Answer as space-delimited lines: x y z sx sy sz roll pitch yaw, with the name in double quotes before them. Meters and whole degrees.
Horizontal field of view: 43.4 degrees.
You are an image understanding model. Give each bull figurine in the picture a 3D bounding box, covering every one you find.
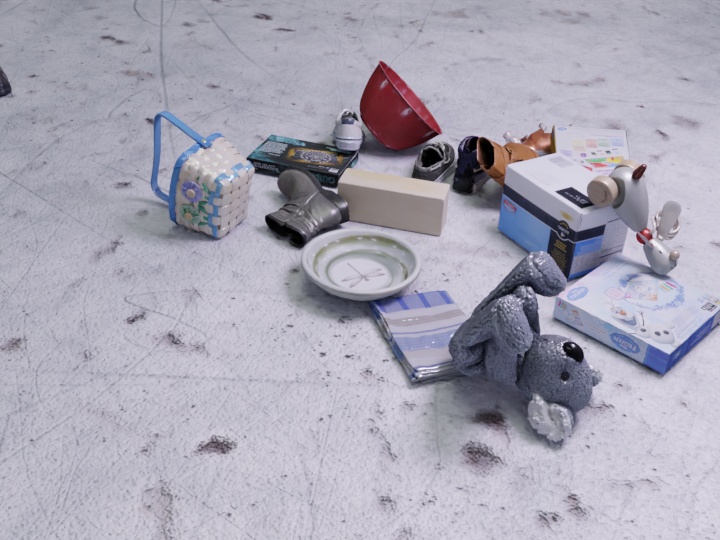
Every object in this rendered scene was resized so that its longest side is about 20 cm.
"bull figurine" 0.401 -0.267 1.914 0.197 0.066 0.122 11 34 11

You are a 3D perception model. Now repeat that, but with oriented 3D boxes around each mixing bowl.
"mixing bowl" 0.068 -0.329 1.901 0.108 0.200 0.201 -40 17 15

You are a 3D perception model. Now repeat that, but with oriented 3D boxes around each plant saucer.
"plant saucer" 0.000 0.000 1.476 0.197 0.051 0.201 3 33 -2

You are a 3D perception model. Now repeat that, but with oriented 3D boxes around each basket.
"basket" -0.292 -0.168 1.595 0.199 0.178 0.139 33 45 22

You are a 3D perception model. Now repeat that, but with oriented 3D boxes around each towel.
"towel" 0.108 0.094 1.365 0.145 0.024 0.201 -8 34 -18

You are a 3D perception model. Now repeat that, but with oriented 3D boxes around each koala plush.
"koala plush" 0.237 0.118 1.231 0.200 0.184 0.177 42 45 1

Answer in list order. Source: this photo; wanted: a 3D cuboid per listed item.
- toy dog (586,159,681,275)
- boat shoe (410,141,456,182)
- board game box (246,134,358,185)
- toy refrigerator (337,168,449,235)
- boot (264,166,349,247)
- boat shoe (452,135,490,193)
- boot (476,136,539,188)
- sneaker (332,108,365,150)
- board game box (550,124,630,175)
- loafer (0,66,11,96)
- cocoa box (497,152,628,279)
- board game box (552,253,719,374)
"toy dog" 0.460 -0.098 1.448 0.199 0.096 0.133 38 63 -11
"boat shoe" 0.152 -0.224 1.825 0.070 0.064 0.200 13 34 14
"board game box" -0.116 -0.226 1.836 0.197 0.029 0.136 12 31 13
"toy refrigerator" 0.060 -0.128 1.658 0.197 0.077 0.070 10 33 12
"boot" -0.124 -0.118 1.642 0.130 0.069 0.199 -27 42 -30
"boat shoe" 0.244 -0.236 1.826 0.074 0.094 0.200 15 34 18
"boot" 0.277 -0.214 1.760 0.154 0.077 0.202 26 35 -30
"sneaker" -0.021 -0.302 1.899 0.072 0.072 0.200 5 17 -6
"board game box" 0.455 -0.200 1.782 0.150 0.041 0.202 5 51 3
"loafer" -0.887 -0.467 2.105 0.198 0.073 0.073 21 37 27
"cocoa box" 0.355 -0.098 1.584 0.132 0.133 0.200 -15 37 -27
"board game box" 0.440 0.061 1.425 0.198 0.044 0.199 30 41 34
